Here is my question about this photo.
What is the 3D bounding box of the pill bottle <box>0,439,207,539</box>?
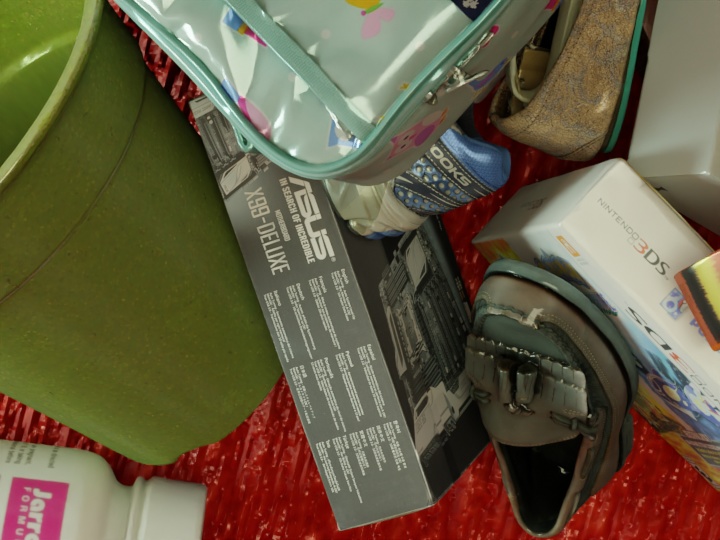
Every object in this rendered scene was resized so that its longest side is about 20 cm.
[{"bbox_3d":[-0.176,0.135,0.978,0.199,0.113,0.114,7,93,-3],"label":"pill bottle"}]

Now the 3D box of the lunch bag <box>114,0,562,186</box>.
[{"bbox_3d":[-0.022,-0.135,0.824,0.200,0.077,0.160,45,98,13],"label":"lunch bag"}]

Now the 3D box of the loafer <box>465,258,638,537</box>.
[{"bbox_3d":[0.085,0.066,0.945,0.072,0.200,0.063,22,70,24],"label":"loafer"}]

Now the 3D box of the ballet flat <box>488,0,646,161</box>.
[{"bbox_3d":[0.097,-0.141,0.891,0.067,0.068,0.200,9,110,-10],"label":"ballet flat"}]

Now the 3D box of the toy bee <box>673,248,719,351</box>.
[{"bbox_3d":[0.222,-0.039,0.824,0.131,0.109,0.200,43,64,-3],"label":"toy bee"}]

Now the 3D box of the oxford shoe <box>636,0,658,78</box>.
[{"bbox_3d":[0.192,-0.076,1.004,0.074,0.071,0.200,-30,95,-4],"label":"oxford shoe"}]

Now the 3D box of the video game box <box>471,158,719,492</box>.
[{"bbox_3d":[0.142,0.033,0.942,0.047,0.200,0.182,-43,94,-6],"label":"video game box"}]

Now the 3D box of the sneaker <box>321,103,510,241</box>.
[{"bbox_3d":[0.024,-0.117,0.887,0.085,0.077,0.201,-11,86,21],"label":"sneaker"}]

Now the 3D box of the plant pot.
[{"bbox_3d":[-0.126,-0.013,0.931,0.200,0.200,0.190,-48,123,1],"label":"plant pot"}]

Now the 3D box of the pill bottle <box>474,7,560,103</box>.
[{"bbox_3d":[0.083,-0.184,0.968,0.113,0.113,0.200,40,95,-4],"label":"pill bottle"}]

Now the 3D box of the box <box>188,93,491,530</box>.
[{"bbox_3d":[0.000,0.000,0.954,0.050,0.158,0.200,-18,94,18],"label":"box"}]

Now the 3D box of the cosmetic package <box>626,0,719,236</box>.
[{"bbox_3d":[0.208,-0.077,0.942,0.200,0.052,0.151,25,74,-41],"label":"cosmetic package"}]
